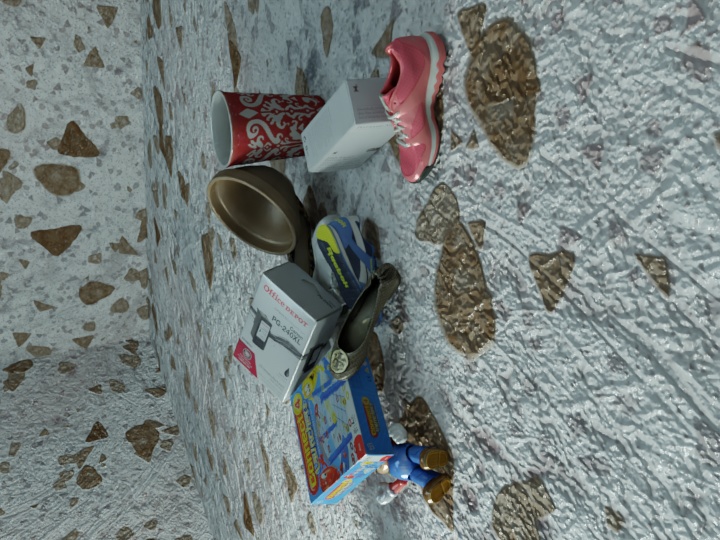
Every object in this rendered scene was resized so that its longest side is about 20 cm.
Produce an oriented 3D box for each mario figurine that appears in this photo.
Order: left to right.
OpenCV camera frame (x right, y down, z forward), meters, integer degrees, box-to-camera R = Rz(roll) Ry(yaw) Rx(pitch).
[{"bbox_3d":[0.051,0.316,1.070,0.198,0.105,0.126,-3,61,56],"label":"mario figurine"}]

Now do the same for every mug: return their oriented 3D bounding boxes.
[{"bbox_3d":[-0.175,-0.269,1.242,0.177,0.196,0.137,17,113,61],"label":"mug"}]

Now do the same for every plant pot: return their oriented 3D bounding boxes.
[{"bbox_3d":[-0.186,-0.131,1.256,0.197,0.094,0.203,24,150,15],"label":"plant pot"}]

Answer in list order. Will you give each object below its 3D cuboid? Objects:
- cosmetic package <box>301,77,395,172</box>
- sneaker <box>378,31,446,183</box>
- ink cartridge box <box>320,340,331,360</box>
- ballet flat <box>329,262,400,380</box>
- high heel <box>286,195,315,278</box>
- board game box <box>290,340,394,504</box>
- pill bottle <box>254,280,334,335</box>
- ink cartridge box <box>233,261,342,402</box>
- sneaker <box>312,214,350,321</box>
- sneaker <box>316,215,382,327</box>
[{"bbox_3d":[-0.013,-0.225,1.042,0.199,0.099,0.076,-25,76,64],"label":"cosmetic package"},{"bbox_3d":[0.060,-0.221,0.910,0.074,0.085,0.205,36,129,56],"label":"sneaker"},{"bbox_3d":[-0.037,0.227,1.266,0.117,0.066,0.203,58,145,36],"label":"ink cartridge box"},{"bbox_3d":[0.002,0.078,1.051,0.067,0.046,0.203,27,86,33],"label":"ballet flat"},{"bbox_3d":[-0.125,-0.068,1.313,0.143,0.070,0.205,-131,31,-73],"label":"high heel"},{"bbox_3d":[-0.039,0.256,1.112,0.197,0.055,0.203,-51,43,40],"label":"board game box"},{"bbox_3d":[-0.144,0.078,1.369,0.199,0.109,0.114,30,125,51],"label":"pill bottle"},{"bbox_3d":[-0.136,0.111,1.211,0.144,0.083,0.203,37,122,22],"label":"ink cartridge box"},{"bbox_3d":[-0.039,0.004,1.205,0.117,0.072,0.203,57,155,36],"label":"sneaker"},{"bbox_3d":[0.000,0.000,1.126,0.073,0.082,0.204,0,118,54],"label":"sneaker"}]
